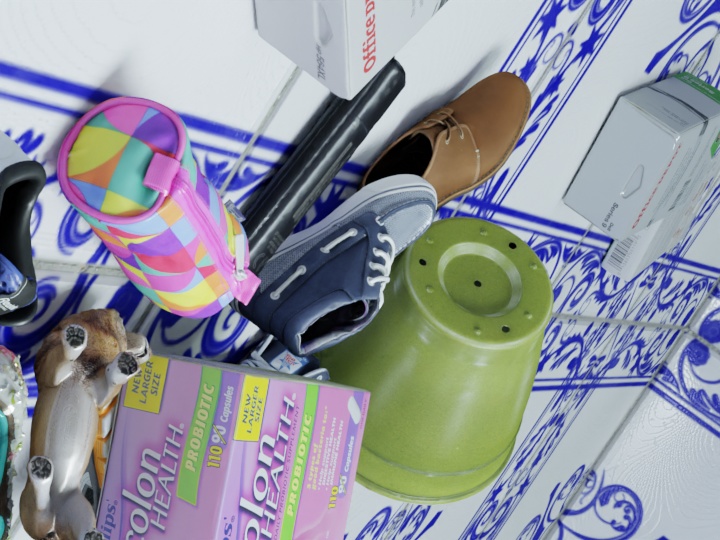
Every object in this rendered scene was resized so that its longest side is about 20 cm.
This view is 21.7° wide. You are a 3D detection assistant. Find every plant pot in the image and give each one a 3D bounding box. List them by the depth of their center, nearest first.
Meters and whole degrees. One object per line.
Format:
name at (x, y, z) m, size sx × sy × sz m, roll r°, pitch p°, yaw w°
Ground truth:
plant pot at (0.069, 0.062, 1.573) m, size 0.200 × 0.200 × 0.193 m, roll -40°, pitch 165°, yaw -37°

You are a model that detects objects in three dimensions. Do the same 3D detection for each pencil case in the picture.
pencil case at (-0.121, -0.034, 1.162) m, size 0.089 × 0.088 × 0.200 m, roll -51°, pitch 161°, yaw -8°

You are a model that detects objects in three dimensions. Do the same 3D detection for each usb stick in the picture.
usb stick at (-0.034, -0.077, 1.381) m, size 0.200 × 0.033 × 0.055 m, roll -53°, pitch 169°, yaw -6°

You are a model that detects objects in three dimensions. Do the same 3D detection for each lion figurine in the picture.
lion figurine at (-0.182, 0.107, 1.168) m, size 0.122 × 0.072 × 0.201 m, roll -41°, pitch -151°, yaw 63°

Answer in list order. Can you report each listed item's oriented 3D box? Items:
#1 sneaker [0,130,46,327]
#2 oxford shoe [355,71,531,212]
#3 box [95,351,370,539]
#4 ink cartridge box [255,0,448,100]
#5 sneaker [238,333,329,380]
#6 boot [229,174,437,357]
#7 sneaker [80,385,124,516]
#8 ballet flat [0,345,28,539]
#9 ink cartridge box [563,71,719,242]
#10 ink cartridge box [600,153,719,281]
sneaker at (-0.224, 0.002, 0.916) m, size 0.200 × 0.115 × 0.081 m, roll -50°, pitch 161°, yaw -11°
oxford shoe at (0.072, -0.104, 1.542) m, size 0.200 × 0.071 × 0.071 m, roll -45°, pitch 156°, yaw -23°
box at (-0.089, 0.156, 1.318) m, size 0.200 × 0.096 × 0.177 m, roll 16°, pitch 84°, yaw -63°
ink cartridge box at (0.024, -0.228, 1.172) m, size 0.200 × 0.084 × 0.146 m, roll -46°, pitch 160°, yaw -21°
sneaker at (-0.086, 0.095, 1.492) m, size 0.109 × 0.070 × 0.200 m, roll -48°, pitch 168°, yaw -3°
boot at (0.000, 0.000, 1.438) m, size 0.199 × 0.090 × 0.073 m, roll -30°, pitch 138°, yaw -26°
sneaker at (-0.183, 0.129, 1.321) m, size 0.078 × 0.077 × 0.201 m, roll -40°, pitch 139°, yaw -49°
ballet flat at (-0.243, 0.123, 1.172) m, size 0.064 × 0.075 × 0.201 m, roll -84°, pitch -163°, yaw -50°
ink cartridge box at (0.327, -0.130, 2.096) m, size 0.200 × 0.084 × 0.147 m, roll -24°, pitch 145°, yaw -57°
ink cartridge box at (0.398, -0.086, 2.423) m, size 0.200 × 0.050 × 0.162 m, roll -34°, pitch 153°, yaw -55°
